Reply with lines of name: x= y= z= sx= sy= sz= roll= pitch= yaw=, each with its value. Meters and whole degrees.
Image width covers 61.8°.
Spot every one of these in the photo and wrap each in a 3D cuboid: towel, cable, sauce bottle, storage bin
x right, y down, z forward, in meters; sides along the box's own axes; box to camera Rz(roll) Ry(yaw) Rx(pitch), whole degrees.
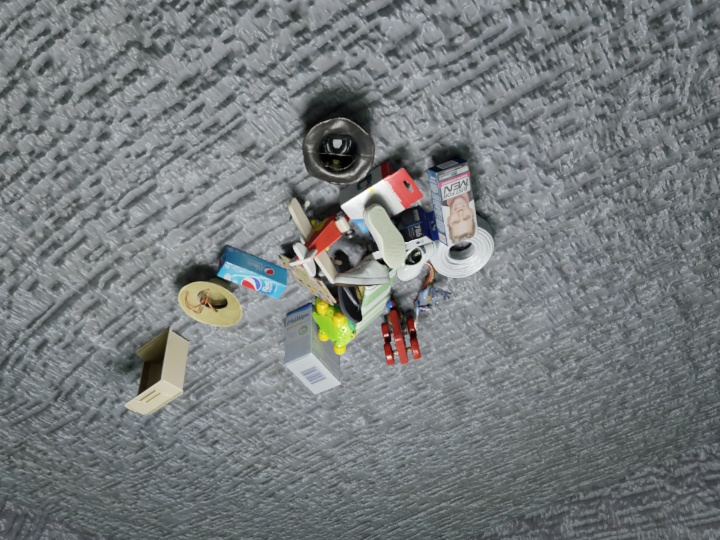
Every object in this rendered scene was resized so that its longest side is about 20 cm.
towel: x=0.042 y=0.089 z=1.821 sx=0.023 sy=0.152 sz=0.203 roll=34 pitch=136 yaw=20
cable: x=0.284 y=-0.071 z=1.725 sx=0.198 sy=0.070 sz=0.198 roll=-36 pitch=127 yaw=26
sauce bottle: x=0.022 y=0.008 z=1.780 sx=0.063 sy=0.066 sz=0.204 roll=5 pitch=130 yaw=-10
storage bin: x=-0.648 y=0.324 z=1.918 sx=0.196 sy=0.204 sz=0.093 roll=-32 pitch=132 yaw=23

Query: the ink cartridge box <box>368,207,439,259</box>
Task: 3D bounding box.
ink cartridge box: x=0.120 y=-0.107 z=1.652 sx=0.194 sy=0.102 sz=0.039 roll=-17 pitch=148 yaw=9

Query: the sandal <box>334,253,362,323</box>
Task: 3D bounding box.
sandal: x=-0.032 y=0.052 z=1.731 sx=0.042 sy=0.206 sz=0.075 roll=-17 pitch=176 yaw=35

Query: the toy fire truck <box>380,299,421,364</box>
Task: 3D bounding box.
toy fire truck: x=0.116 y=0.180 z=1.855 sx=0.109 sy=0.203 sz=0.171 roll=-11 pitch=135 yaw=4

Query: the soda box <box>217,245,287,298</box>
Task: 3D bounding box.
soda box: x=-0.311 y=0.007 z=1.741 sx=0.196 sy=0.069 sz=0.064 roll=23 pitch=128 yaw=-25

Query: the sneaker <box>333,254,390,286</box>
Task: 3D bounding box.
sneaker: x=0.000 y=0.000 z=1.660 sx=0.196 sy=0.088 sz=0.072 roll=-3 pitch=177 yaw=-45

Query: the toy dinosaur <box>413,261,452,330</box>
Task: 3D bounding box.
toy dinosaur: x=0.211 y=0.077 z=1.857 sx=0.102 sy=0.207 sz=0.181 roll=-4 pitch=179 yaw=-21

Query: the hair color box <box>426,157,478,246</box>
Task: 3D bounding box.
hair color box: x=0.241 y=-0.177 z=1.565 sx=0.098 sy=0.061 sz=0.205 roll=-20 pitch=116 yaw=-14

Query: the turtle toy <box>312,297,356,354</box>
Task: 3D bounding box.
turtle toy: x=-0.078 y=0.142 z=1.807 sx=0.100 sy=0.198 sz=0.149 roll=-28 pitch=136 yaw=-32

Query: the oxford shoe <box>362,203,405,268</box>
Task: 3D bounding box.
oxford shoe: x=0.063 y=-0.093 z=1.582 sx=0.075 sy=0.058 sz=0.203 roll=-37 pitch=121 yaw=-13

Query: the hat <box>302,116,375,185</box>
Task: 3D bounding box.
hat: x=-0.052 y=-0.307 z=1.464 sx=0.194 sy=0.083 sz=0.203 roll=1 pitch=141 yaw=1

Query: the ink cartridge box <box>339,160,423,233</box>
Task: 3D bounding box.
ink cartridge box: x=0.054 y=-0.200 z=1.581 sx=0.197 sy=0.068 sz=0.116 roll=-28 pitch=130 yaw=21

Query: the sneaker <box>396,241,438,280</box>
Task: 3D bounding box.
sneaker: x=0.145 y=-0.030 z=1.721 sx=0.069 sy=0.074 sz=0.201 roll=-17 pitch=158 yaw=-34

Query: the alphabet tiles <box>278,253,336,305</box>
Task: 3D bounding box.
alphabet tiles: x=-0.153 y=0.026 z=1.715 sx=0.006 sy=0.198 sz=0.168 roll=-48 pitch=137 yaw=-17

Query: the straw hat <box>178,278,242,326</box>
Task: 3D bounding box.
straw hat: x=-0.432 y=0.071 z=1.779 sx=0.194 sy=0.086 sz=0.205 roll=7 pitch=134 yaw=7

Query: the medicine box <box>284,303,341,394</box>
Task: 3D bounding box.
medicine box: x=-0.148 y=0.246 z=1.892 sx=0.101 sy=0.203 sz=0.183 roll=-23 pitch=132 yaw=17

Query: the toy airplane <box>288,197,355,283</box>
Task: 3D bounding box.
toy airplane: x=-0.122 y=-0.077 z=1.604 sx=0.195 sy=0.207 sz=0.139 roll=8 pitch=179 yaw=-38
